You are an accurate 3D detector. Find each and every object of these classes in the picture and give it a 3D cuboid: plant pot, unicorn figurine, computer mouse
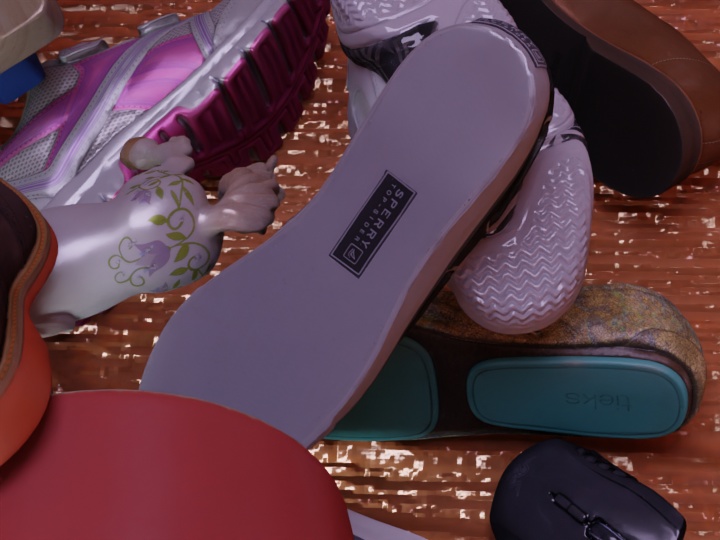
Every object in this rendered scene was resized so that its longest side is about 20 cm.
[{"bbox_3d":[-0.074,0.145,0.561,0.199,0.201,0.178,-4,51,4],"label":"plant pot"},{"bbox_3d":[-0.117,0.007,0.699,0.200,0.074,0.137,-36,22,-1],"label":"unicorn figurine"},{"bbox_3d":[0.107,0.111,0.678,0.059,0.034,0.200,-50,37,-7],"label":"computer mouse"}]

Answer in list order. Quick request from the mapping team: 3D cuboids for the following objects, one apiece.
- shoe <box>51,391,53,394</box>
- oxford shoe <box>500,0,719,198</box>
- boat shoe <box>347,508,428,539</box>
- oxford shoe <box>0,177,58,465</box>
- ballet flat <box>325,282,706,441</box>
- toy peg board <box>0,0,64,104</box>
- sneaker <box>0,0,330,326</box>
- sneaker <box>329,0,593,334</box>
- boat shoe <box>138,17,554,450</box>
[{"bbox_3d":[-0.165,0.073,0.734,0.091,0.072,0.200,1,50,-46],"label":"shoe"},{"bbox_3d":[0.088,-0.105,0.851,0.071,0.071,0.200,-21,55,-39],"label":"oxford shoe"},{"bbox_3d":[-0.026,0.118,0.695,0.200,0.072,0.068,32,43,11],"label":"boat shoe"},{"bbox_3d":[-0.140,-0.008,0.602,0.071,0.073,0.200,-34,27,-1],"label":"oxford shoe"},{"bbox_3d":[0.037,0.032,0.770,0.199,0.071,0.071,2,59,8],"label":"ballet flat"},{"bbox_3d":[-0.228,-0.106,0.834,0.199,0.098,0.200,-31,60,4],"label":"toy peg board"},{"bbox_3d":[-0.095,-0.073,0.830,0.088,0.081,0.200,37,69,22],"label":"sneaker"},{"bbox_3d":[0.042,-0.041,0.774,0.075,0.115,0.200,-17,56,-4],"label":"sneaker"},{"bbox_3d":[0.000,0.000,0.672,0.069,0.057,0.200,44,103,15],"label":"boat shoe"}]
